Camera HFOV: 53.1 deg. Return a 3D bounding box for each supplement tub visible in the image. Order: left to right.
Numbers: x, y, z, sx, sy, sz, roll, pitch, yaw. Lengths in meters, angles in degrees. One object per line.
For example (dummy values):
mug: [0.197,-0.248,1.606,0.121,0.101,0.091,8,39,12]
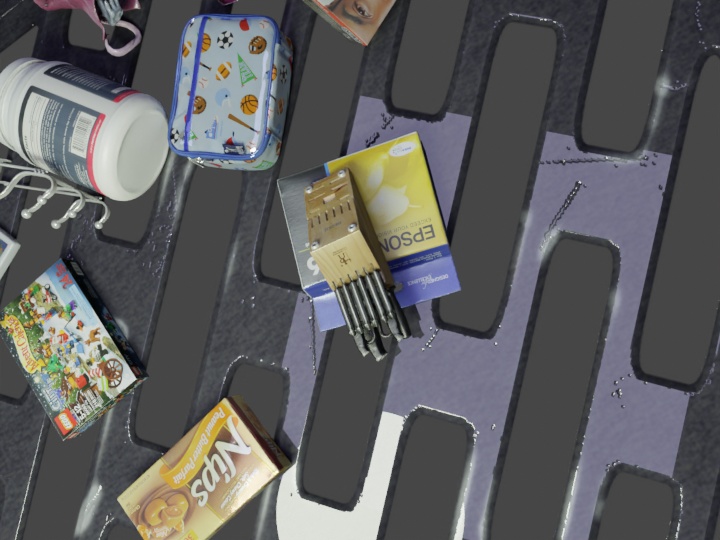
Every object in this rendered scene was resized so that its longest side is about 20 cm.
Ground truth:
supplement tub: [-0.366,-0.188,0.947,0.197,0.140,0.143,22,90,13]

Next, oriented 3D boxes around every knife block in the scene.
knife block: [0.000,0.000,0.867,0.063,0.177,0.202,-22,38,9]

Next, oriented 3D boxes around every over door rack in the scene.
over door rack: [-0.455,-0.110,0.959,0.197,0.148,0.068,21,84,12]

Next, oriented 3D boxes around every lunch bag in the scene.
lunch bag: [-0.175,-0.230,0.948,0.157,0.075,0.205,8,86,14]

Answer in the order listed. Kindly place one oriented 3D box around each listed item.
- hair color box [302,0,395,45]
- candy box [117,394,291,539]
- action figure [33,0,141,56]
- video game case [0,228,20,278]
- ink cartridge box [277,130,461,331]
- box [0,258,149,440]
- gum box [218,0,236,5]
hair color box: [0.014,-0.401,0.899,0.110,0.064,0.202,31,94,-30]
candy box: [-0.200,0.270,0.923,0.200,0.055,0.116,-42,79,5]
action figure: [-0.396,-0.394,1.010,0.196,0.135,0.151,7,130,24]
video game case: [-0.611,-0.003,1.046,0.181,0.022,0.202,34,92,12]
ink cartridge box: [0.008,-0.047,0.911,0.194,0.047,0.204,-17,81,10]
box: [-0.398,0.106,0.985,0.136,0.038,0.201,-38,79,6]
gum box: [-0.121,-0.454,0.955,0.197,0.066,0.116,-20,81,9]
